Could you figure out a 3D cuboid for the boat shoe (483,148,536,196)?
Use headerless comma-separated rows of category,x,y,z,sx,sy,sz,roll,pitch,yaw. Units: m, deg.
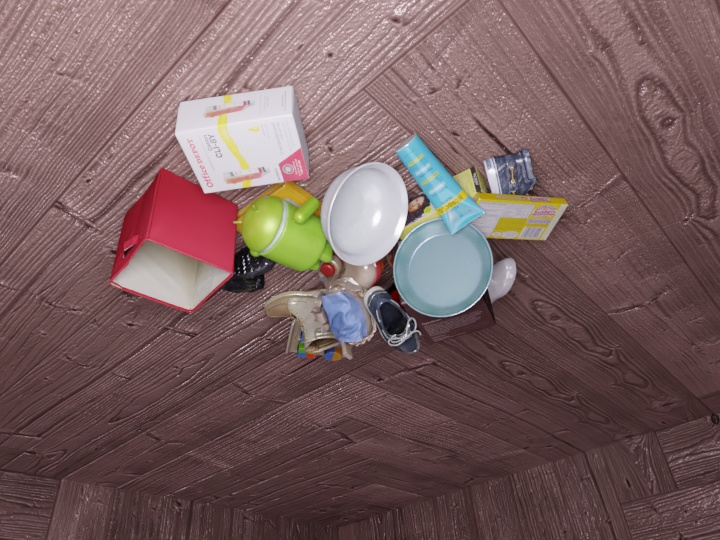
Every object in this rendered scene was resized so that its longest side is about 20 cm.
boat shoe,0.313,-0.156,1.118,0.090,0.071,0.201,-14,141,15

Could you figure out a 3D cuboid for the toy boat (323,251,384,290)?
toy boat,0.000,0.000,1.269,0.130,0.131,0.200,-16,154,-38

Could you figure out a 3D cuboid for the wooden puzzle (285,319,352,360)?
wooden puzzle,-0.107,0.204,1.565,0.198,0.047,0.186,4,142,-12

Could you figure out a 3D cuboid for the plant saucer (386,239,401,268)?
plant saucer,0.156,-0.055,1.266,0.198,0.033,0.201,-4,143,-3

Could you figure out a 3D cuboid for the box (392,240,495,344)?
box,0.186,0.033,1.221,0.163,0.167,0.200,-18,142,17

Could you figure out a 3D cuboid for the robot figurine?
robot figurine,-0.147,-0.072,1.087,0.199,0.117,0.175,24,143,-34

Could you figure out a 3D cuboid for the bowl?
bowl,-0.008,-0.118,1.080,0.200,0.090,0.203,-18,119,-36

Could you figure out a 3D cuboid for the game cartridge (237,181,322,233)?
game cartridge,-0.148,-0.096,1.175,0.176,0.033,0.199,-30,135,29

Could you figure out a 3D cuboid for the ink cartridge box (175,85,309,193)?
ink cartridge box,-0.199,-0.223,0.956,0.198,0.084,0.146,-8,143,3

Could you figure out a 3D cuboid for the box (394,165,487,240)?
box,0.161,-0.133,1.129,0.199,0.076,0.050,-25,139,23

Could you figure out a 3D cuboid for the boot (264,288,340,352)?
boot,-0.145,0.130,1.370,0.198,0.156,0.072,-8,143,3

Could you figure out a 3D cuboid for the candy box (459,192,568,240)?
candy box,0.306,-0.106,1.106,0.198,0.027,0.103,2,136,-16

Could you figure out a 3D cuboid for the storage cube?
storage cube,-0.360,-0.053,1.082,0.199,0.181,0.171,25,134,-35

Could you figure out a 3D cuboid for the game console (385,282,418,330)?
game console,0.054,0.114,1.325,0.172,0.200,0.119,37,114,7

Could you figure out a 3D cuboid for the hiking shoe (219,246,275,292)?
hiking shoe,-0.250,0.002,1.266,0.199,0.076,0.100,-19,151,38

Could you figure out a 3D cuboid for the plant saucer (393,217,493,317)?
plant saucer,0.164,-0.005,1.088,0.198,0.202,0.036,-18,159,16

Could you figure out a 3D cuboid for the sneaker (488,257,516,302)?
sneaker,0.295,0.036,1.370,0.114,0.074,0.201,5,143,-19

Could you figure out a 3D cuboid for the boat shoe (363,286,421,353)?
boat shoe,0.076,0.114,1.144,0.075,0.062,0.201,-35,125,-7

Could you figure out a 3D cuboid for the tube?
tube,0.145,-0.163,1.036,0.077,0.051,0.200,-32,109,32

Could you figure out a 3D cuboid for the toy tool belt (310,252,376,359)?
toy tool belt,-0.044,0.075,1.152,0.124,0.123,0.201,-14,114,28
